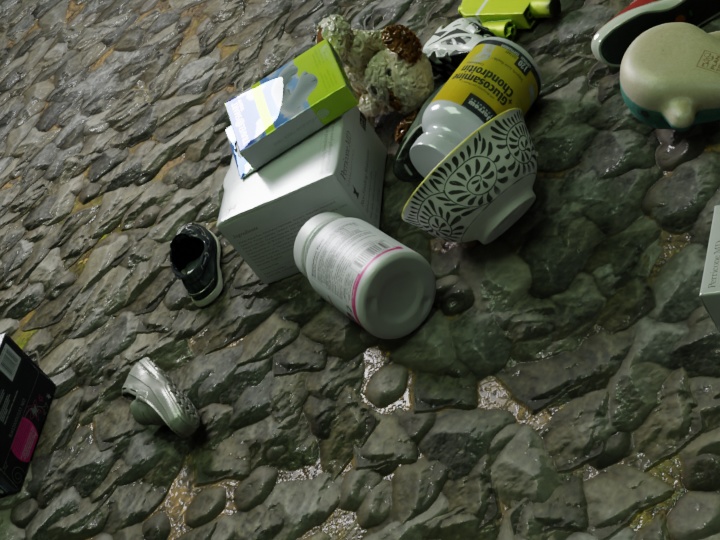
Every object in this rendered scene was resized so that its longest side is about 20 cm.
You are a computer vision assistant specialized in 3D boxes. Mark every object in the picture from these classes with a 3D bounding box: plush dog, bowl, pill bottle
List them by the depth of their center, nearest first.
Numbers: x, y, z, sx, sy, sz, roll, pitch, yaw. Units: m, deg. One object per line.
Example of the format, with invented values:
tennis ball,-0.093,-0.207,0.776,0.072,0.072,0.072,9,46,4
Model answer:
bowl,0.154,-0.096,1.573,0.200,0.094,0.201,-39,-11,-9
pill bottle,0.000,0.000,1.616,0.113,0.114,0.200,-44,35,-8
pill bottle,0.152,-0.208,1.709,0.111,0.112,0.201,8,53,46
plush dog,0.044,-0.286,1.870,0.159,0.202,0.171,-28,35,-25

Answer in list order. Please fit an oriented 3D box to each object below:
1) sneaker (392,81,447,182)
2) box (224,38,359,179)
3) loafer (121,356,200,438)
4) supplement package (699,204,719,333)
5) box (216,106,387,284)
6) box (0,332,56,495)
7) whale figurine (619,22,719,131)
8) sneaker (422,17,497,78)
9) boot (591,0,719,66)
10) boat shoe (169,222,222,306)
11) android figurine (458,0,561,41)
sneaker,0.105,-0.195,1.791,0.079,0.074,0.201,-6,40,53
box,-0.107,-0.227,1.787,0.199,0.048,0.123,-31,45,9
loafer,-0.269,0.181,1.702,0.070,0.070,0.200,-48,28,-6
supplement package,0.439,0.004,1.204,0.198,0.120,0.122,-10,44,35
box,-0.079,-0.119,1.808,0.198,0.131,0.201,-21,39,24
box,-0.549,0.215,1.854,0.113,0.133,0.202,-19,39,23
whale figurine,0.408,-0.215,1.525,0.198,0.104,0.160,18,59,23
sneaker,0.166,-0.333,1.864,0.199,0.074,0.089,14,73,48
boot,0.381,-0.354,1.712,0.198,0.073,0.145,-29,35,0
boat shoe,-0.256,-0.026,1.919,0.074,0.066,0.200,-31,35,11
android figurine,0.233,-0.416,1.939,0.198,0.041,0.183,6,55,45
